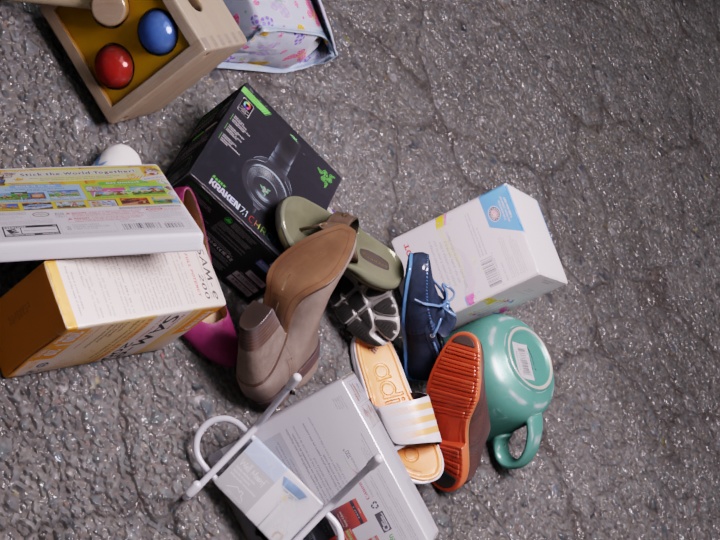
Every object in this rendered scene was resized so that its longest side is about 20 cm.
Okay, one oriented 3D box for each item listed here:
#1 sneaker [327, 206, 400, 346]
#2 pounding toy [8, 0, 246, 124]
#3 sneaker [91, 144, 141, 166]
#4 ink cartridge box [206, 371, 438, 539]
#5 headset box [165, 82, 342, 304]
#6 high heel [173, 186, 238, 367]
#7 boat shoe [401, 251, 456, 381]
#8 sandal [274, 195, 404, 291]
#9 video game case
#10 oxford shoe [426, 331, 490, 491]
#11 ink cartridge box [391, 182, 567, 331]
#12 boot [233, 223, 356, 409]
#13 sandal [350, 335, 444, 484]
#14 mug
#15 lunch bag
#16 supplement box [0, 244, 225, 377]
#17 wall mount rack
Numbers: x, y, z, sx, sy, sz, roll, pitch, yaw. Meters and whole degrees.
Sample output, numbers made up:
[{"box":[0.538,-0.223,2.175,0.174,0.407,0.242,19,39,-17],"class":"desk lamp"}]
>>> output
[{"box":[0.000,0.000,1.581,0.083,0.081,0.201,2,56,-58],"class":"sneaker"},{"box":[-0.274,-0.285,1.417,0.201,0.184,0.142,58,27,-1],"class":"pounding toy"},{"box":[-0.268,-0.063,1.350,0.072,0.072,0.201,35,43,-24],"class":"sneaker"},{"box":[-0.041,0.240,1.363,0.201,0.175,0.084,62,8,3],"class":"ink cartridge box"},{"box":[-0.131,-0.096,1.498,0.174,0.093,0.200,45,41,-19],"class":"headset box"},{"box":[-0.174,0.009,1.382,0.201,0.096,0.067,55,39,-4],"class":"high heel"},{"box":[0.089,0.054,1.572,0.201,0.068,0.084,83,14,-47],"class":"boat shoe"},{"box":[-0.018,-0.039,1.466,0.200,0.057,0.080,22,53,-36],"class":"sandal"},{"box":[-0.274,-0.060,1.243,0.199,0.023,0.182,-4,28,-23],"class":"video game case"},{"box":[0.127,0.170,1.573,0.072,0.071,0.201,-10,113,-53],"class":"oxford shoe"},{"box":[0.147,-0.007,1.671,0.125,0.199,0.129,13,55,-62],"class":"ink cartridge box"},{"box":[-0.068,0.058,1.415,0.070,0.147,0.200,33,62,32],"class":"boot"},{"box":[0.044,0.159,1.534,0.079,0.059,0.208,-16,73,-27],"class":"sandal"},{"box":[0.193,0.147,1.669,0.185,0.114,0.152,49,40,-12],"class":"mug"},{"box":[-0.119,-0.358,1.657,0.200,0.127,0.171,-4,71,-55],"class":"lunch bag"},{"box":[-0.252,0.039,1.258,0.199,0.126,0.074,-9,72,-48],"class":"supplement box"},{"box":[-0.078,0.209,1.290,0.200,0.174,0.075,44,-1,5],"class":"wall mount rack"}]
